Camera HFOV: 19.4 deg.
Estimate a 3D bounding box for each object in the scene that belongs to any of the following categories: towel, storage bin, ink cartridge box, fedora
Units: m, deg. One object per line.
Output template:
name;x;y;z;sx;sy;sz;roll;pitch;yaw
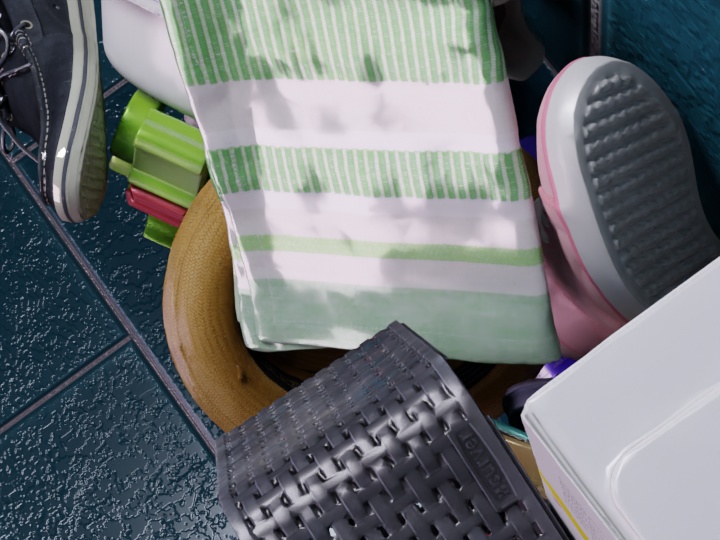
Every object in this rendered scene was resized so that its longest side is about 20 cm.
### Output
towel;-0.005;-0.054;0.854;0.152;0.023;0.200;2;118;30
storage bin;0.021;0.104;0.784;0.135;0.094;0.200;57;177;-5
ink cartridge box;0.153;0.076;0.650;0.146;0.147;0.200;53;177;18
fedora;0.000;0.000;0.988;0.201;0.200;0.082;56;180;-29

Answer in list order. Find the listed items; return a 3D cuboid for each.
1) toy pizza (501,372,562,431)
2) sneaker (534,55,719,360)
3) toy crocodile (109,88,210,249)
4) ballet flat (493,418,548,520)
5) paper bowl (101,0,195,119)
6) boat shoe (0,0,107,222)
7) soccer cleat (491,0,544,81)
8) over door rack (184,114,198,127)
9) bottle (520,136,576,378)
toy pizza;0.160;0.081;0.931;0.200;0.032;0.200;19;165;5
sneaker;0.092;-0.017;0.891;0.105;0.075;0.200;12;153;36
toy crocodile;-0.095;-0.049;1.066;0.067;0.062;0.200;25;176;-5
ballet flat;0.095;0.107;0.921;0.200;0.063;0.069;14;165;25
paper bowl;-0.047;-0.124;1.037;0.200;0.105;0.201;22;-168;-5
boat shoe;-0.159;-0.092;1.046;0.200;0.062;0.075;-104;12;-48
soccer cleat;0.034;-0.147;0.851;0.078;0.069;0.200;30;164;25
over door rack;-0.052;-0.152;1.176;0.200;0.148;0.067;53;164;8
bottle;0.119;0.031;1.062;0.200;0.083;0.065;55;179;8
